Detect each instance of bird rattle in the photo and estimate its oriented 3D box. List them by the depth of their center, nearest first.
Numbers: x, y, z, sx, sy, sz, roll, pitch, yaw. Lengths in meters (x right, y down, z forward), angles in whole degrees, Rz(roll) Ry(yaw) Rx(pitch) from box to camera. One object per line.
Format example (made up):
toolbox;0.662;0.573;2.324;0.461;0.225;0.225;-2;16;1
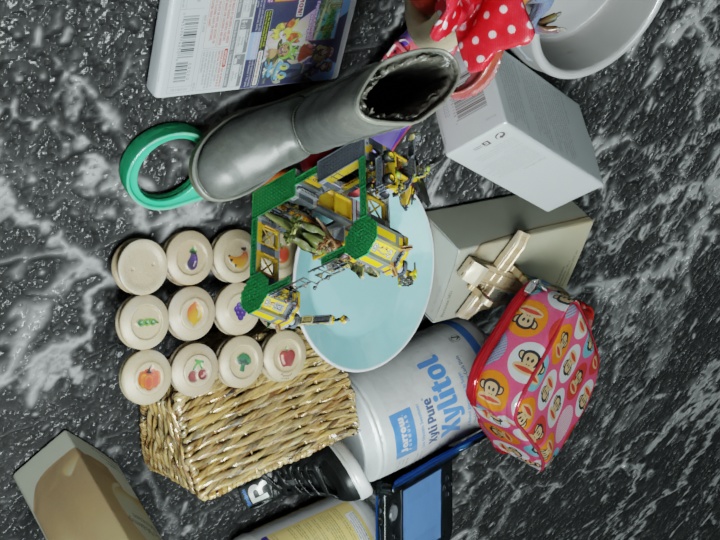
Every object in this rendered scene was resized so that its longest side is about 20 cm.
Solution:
bird rattle;0.081;-0.243;1.038;0.112;0.202;0.163;-2;162;-20

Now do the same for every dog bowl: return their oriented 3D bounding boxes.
dog bowl;0.217;-0.273;1.235;0.199;0.059;0.201;-25;141;-22

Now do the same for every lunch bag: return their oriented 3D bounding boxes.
lunch bag;0.196;0.105;1.381;0.177;0.082;0.200;-57;150;-17

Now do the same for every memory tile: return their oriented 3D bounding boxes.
memory tile;-0.134;0.038;1.191;0.199;0.017;0.155;-6;98;-36

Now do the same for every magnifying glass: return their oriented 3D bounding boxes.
magnifying glass;-0.123;-0.085;1.140;0.199;0.022;0.080;3;124;-45

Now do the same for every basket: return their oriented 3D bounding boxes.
basket;-0.125;0.123;1.313;0.199;0.149;0.144;-21;105;-27

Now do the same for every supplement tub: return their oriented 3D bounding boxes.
supplement tub;0.054;0.144;1.441;0.199;0.132;0.133;-22;139;-27
supplement tub;-0.045;0.353;1.548;0.199;0.146;0.146;-18;138;-28

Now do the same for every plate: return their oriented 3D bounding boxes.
plate;0.000;0.000;1.282;0.199;0.025;0.202;-8;101;-44

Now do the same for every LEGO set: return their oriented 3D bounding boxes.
LEGO set;-0.006;-0.024;1.128;0.115;0.155;0.200;24;135;-39

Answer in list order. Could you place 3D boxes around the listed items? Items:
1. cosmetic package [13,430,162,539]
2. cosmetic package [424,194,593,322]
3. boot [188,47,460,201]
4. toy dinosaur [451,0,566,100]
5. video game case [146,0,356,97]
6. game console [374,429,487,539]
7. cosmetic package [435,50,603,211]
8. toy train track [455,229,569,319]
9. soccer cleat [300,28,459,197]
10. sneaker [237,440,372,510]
cosmetic package;-0.240;0.257;1.224;0.071;0.200;0.105;-41;144;-1
cosmetic package;0.149;-0.020;1.415;0.199;0.073;0.104;-14;135;-34
boot;-0.034;-0.114;1.033;0.181;0.200;0.073;-36;110;-19
toy dinosaur;0.151;-0.259;1.077;0.182;0.104;0.201;93;15;-68
video game case;-0.075;-0.237;1.033;0.181;0.023;0.201;-12;133;-35
game console;0.107;0.258;1.485;0.200;0.117;0.172;-11;102;-63
cosmetic package;0.152;-0.139;1.259;0.071;0.102;0.199;-27;151;29
toy train track;0.173;0.021;1.389;0.199;0.033;0.115;16;115;-51
soccer cleat;0.020;-0.156;1.170;0.076;0.067;0.201;18;113;-35
sneaker;-0.069;0.222;1.359;0.111;0.200;0.073;-32;108;-16
